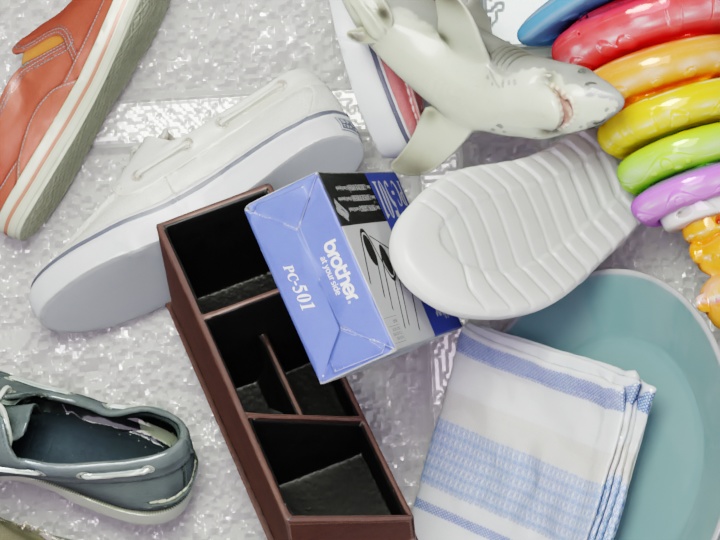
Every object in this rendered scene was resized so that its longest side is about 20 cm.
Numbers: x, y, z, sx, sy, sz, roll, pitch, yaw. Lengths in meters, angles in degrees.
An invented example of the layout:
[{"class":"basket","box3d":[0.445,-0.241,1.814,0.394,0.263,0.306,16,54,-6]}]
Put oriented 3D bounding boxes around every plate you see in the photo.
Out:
[{"class":"plate","box3d":[0.124,0.100,1.463,0.200,0.025,0.201,-19,64,44]}]

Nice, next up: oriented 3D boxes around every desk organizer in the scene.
[{"class":"desk organizer","box3d":[-0.039,0.059,1.450,0.071,0.077,0.201,-20,56,-9]}]

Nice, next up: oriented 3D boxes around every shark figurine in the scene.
[{"class":"shark figurine","box3d":[0.035,-0.142,1.450,0.215,0.089,0.128,49,131,-2]}]

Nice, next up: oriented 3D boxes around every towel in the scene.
[{"class":"towel","box3d":[0.073,0.133,1.473,0.024,0.147,0.201,15,93,-40]}]

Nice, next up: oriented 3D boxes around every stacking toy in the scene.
[{"class":"stacking toy","box3d":[0.169,-0.062,1.455,0.115,0.110,0.201,-12,80,-28]}]

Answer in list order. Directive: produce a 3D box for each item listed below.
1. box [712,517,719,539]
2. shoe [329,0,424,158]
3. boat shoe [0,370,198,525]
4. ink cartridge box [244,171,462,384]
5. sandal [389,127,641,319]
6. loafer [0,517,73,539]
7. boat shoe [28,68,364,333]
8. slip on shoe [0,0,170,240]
[{"class":"box","box3d":[0.249,0.073,1.455,0.108,0.128,0.201,17,90,3]},{"class":"shoe","box3d":[0.027,-0.166,1.505,0.090,0.071,0.201,-14,84,7]},{"class":"boat shoe","box3d":[-0.182,0.079,1.507,0.199,0.062,0.073,16,56,0]},{"class":"ink cartridge box","box3d":[0.000,0.000,1.437,0.044,0.200,0.094,-24,88,11]},{"class":"sandal","box3d":[0.089,-0.020,1.466,0.202,0.050,0.083,-24,77,-39]},{"class":"loafer","box3d":[-0.197,0.167,1.514,0.199,0.070,0.076,23,90,4]},{"class":"boat shoe","box3d":[-0.096,-0.041,1.520,0.199,0.071,0.070,-33,59,7]},{"class":"slip on shoe","box3d":[-0.156,-0.115,1.520,0.061,0.074,0.201,32,96,7]}]
